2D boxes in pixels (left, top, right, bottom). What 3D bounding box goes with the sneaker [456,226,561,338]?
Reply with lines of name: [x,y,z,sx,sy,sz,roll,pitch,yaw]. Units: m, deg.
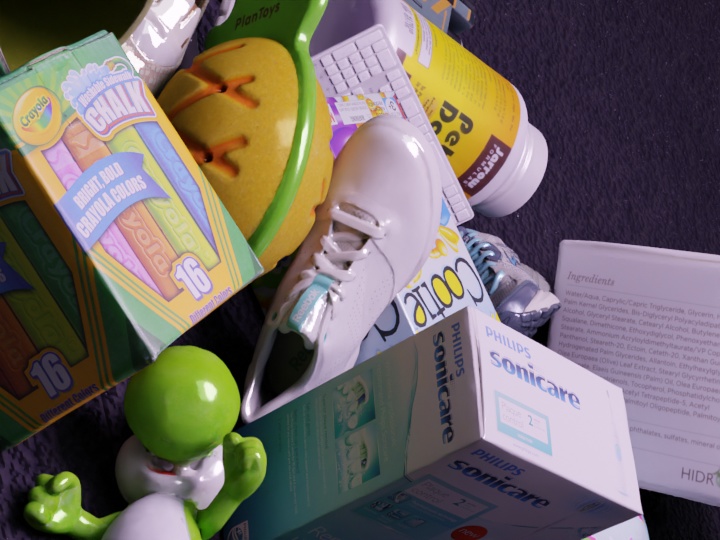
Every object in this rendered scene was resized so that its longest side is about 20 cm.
sneaker: [0.084,0.016,1.230,0.086,0.078,0.200,45,6,-4]

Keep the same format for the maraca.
maraca: [-0.068,-0.083,1.000,0.106,0.136,0.202,26,65,-38]

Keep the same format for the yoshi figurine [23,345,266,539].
yoshi figurine: [-0.104,0.117,0.894,0.112,0.112,0.201,35,37,-23]

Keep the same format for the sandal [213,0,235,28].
sandal: [-0.059,-0.177,1.130,0.049,0.205,0.082,18,5,1]

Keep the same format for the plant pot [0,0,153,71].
plant pot: [-0.212,-0.232,0.969,0.186,0.187,0.201,31,28,-37]

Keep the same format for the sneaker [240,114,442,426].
sneaker: [-0.016,0.008,1.014,0.075,0.202,0.088,29,22,14]

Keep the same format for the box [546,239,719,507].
box: [0.266,0.076,1.298,0.198,0.198,0.174,5,94,-51]

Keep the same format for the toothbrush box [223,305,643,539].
toothbrush box: [0.038,0.117,0.998,0.146,0.199,0.086,28,44,-40]

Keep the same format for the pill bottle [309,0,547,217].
pill bottle: [0.047,-0.116,1.270,0.199,0.109,0.110,30,43,-37]

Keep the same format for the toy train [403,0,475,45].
toy train: [0.013,-0.231,1.346,0.200,0.085,0.115,38,51,-34]

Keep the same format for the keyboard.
keyboard: [0.024,-0.088,1.204,0.201,0.056,0.011,60,12,-46]

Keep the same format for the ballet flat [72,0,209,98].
ballet flat: [-0.118,-0.166,1.035,0.067,0.062,0.201,43,38,-25]

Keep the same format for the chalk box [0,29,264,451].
chalk box: [-0.170,-0.036,0.903,0.201,0.124,0.124,56,33,-5]

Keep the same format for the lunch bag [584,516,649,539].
lunch bag: [0.109,0.170,1.167,0.162,0.077,0.200,60,33,-1]

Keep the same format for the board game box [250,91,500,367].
board game box: [0.000,0.000,1.123,0.103,0.104,0.202,-13,76,-56]

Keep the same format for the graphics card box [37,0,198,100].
graphics card box: [-0.162,-0.176,1.086,0.125,0.051,0.202,22,48,-45]
